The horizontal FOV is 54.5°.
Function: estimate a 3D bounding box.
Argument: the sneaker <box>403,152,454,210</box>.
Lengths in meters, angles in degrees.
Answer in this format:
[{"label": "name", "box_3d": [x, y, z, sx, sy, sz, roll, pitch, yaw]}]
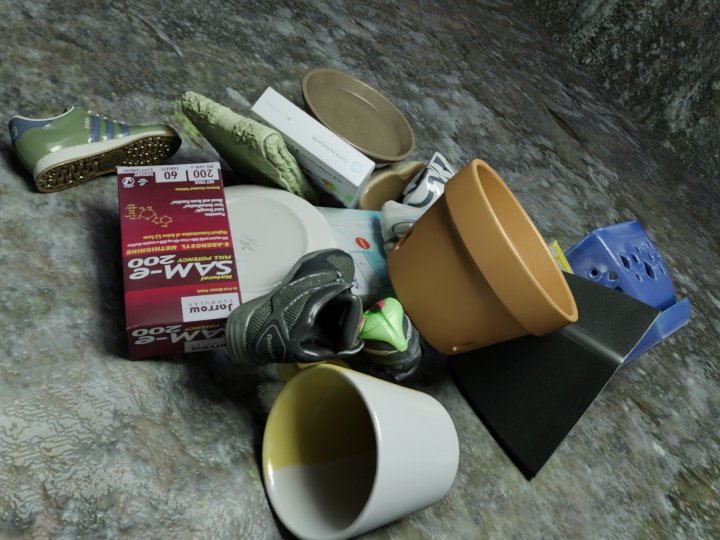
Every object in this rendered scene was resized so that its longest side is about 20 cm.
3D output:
[{"label": "sneaker", "box_3d": [0.135, -0.098, 1.025, 0.130, 0.080, 0.199, 40, 14, -6]}]

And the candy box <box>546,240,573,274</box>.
[{"label": "candy box", "box_3d": [0.276, 0.065, 0.988, 0.200, 0.102, 0.026, 60, 30, -9]}]

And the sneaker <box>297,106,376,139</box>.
[{"label": "sneaker", "box_3d": [-0.052, -0.217, 1.098, 0.130, 0.079, 0.199, 48, 44, 0]}]

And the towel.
[{"label": "towel", "box_3d": [-0.129, -0.141, 0.862, 0.148, 0.037, 0.200, 31, -8, 22]}]

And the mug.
[{"label": "mug", "box_3d": [0.010, 0.151, 0.660, 0.153, 0.149, 0.187, 13, 59, -45]}]

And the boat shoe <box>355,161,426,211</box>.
[{"label": "boat shoe", "box_3d": [0.038, -0.129, 1.102, 0.064, 0.071, 0.200, 12, 23, 27]}]

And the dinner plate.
[{"label": "dinner plate", "box_3d": [-0.123, -0.026, 0.773, 0.200, 0.024, 0.200, 3, 55, -4]}]

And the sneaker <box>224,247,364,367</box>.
[{"label": "sneaker", "box_3d": [-0.030, 0.033, 0.670, 0.114, 0.076, 0.199, 1, 19, 25]}]

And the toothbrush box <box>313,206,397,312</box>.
[{"label": "toothbrush box", "box_3d": [0.000, 0.000, 0.884, 0.200, 0.085, 0.147, 0, 48, -42]}]

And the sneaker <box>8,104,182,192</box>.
[{"label": "sneaker", "box_3d": [-0.303, -0.156, 0.798, 0.090, 0.067, 0.200, 49, 38, 8]}]

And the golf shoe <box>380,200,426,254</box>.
[{"label": "golf shoe", "box_3d": [0.113, -0.042, 0.900, 0.200, 0.078, 0.097, 20, 31, -29]}]

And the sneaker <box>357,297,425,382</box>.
[{"label": "sneaker", "box_3d": [0.023, 0.083, 0.760, 0.084, 0.077, 0.200, 55, -4, 3]}]

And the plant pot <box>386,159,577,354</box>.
[{"label": "plant pot", "box_3d": [0.123, 0.001, 0.763, 0.200, 0.140, 0.200, 44, 25, -27]}]

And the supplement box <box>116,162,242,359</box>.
[{"label": "supplement box", "box_3d": [-0.183, -0.016, 0.702, 0.109, 0.061, 0.200, -6, 56, -16]}]

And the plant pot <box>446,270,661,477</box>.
[{"label": "plant pot", "box_3d": [0.234, 0.101, 0.899, 0.177, 0.200, 0.199, 38, 32, 20]}]

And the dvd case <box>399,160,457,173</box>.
[{"label": "dvd case", "box_3d": [0.167, -0.120, 1.241, 0.150, 0.025, 0.200, -12, 57, -49]}]

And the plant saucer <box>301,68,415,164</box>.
[{"label": "plant saucer", "box_3d": [-0.006, -0.233, 1.070, 0.200, 0.029, 0.200, 24, 40, -21]}]

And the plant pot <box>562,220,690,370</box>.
[{"label": "plant pot", "box_3d": [0.375, 0.057, 1.076, 0.200, 0.200, 0.180, -12, 63, -50]}]

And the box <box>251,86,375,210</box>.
[{"label": "box", "box_3d": [-0.068, -0.137, 0.904, 0.156, 0.200, 0.041, 36, 76, -1]}]
